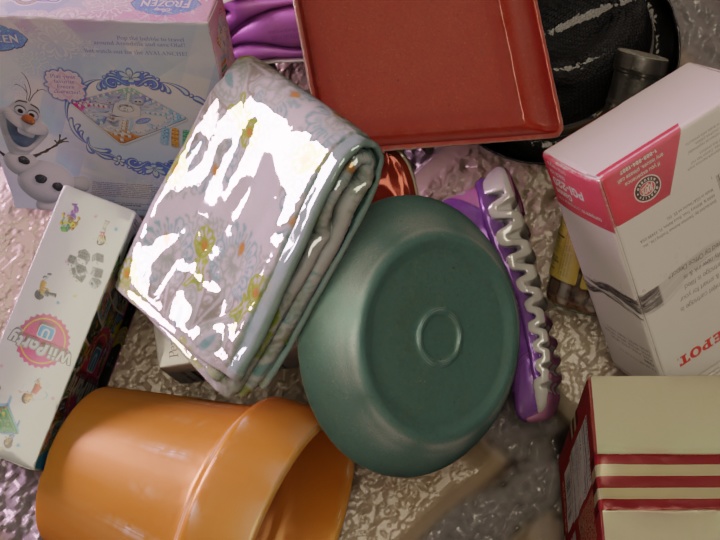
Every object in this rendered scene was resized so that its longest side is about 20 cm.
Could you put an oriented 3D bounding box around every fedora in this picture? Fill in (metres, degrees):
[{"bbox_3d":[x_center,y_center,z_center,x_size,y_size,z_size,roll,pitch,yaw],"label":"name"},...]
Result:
[{"bbox_3d":[0.155,-0.182,1.371,0.200,0.092,0.201,-1,79,3],"label":"fedora"}]

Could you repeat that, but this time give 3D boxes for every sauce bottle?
[{"bbox_3d":[0.192,-0.067,1.332,0.064,0.065,0.201,15,104,5],"label":"sauce bottle"}]

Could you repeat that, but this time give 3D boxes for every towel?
[{"bbox_3d":[-0.082,-0.033,1.208,0.171,0.048,0.200,38,102,43],"label":"towel"}]

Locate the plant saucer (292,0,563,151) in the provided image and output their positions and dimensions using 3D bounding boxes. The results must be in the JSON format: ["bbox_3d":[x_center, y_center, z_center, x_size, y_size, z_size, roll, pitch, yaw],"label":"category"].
[{"bbox_3d":[0.038,-0.182,1.285,0.199,0.037,0.201,-6,79,-25],"label":"plant saucer"}]

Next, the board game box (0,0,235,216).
[{"bbox_3d":[-0.187,-0.124,1.318,0.199,0.199,0.043,4,49,12],"label":"board game box"}]

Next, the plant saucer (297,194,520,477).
[{"bbox_3d":[0.046,0.046,1.228,0.199,0.036,0.201,1,89,-37],"label":"plant saucer"}]

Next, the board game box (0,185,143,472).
[{"bbox_3d":[-0.222,0.051,1.322,0.064,0.148,0.201,20,82,5],"label":"board game box"}]

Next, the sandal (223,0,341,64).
[{"bbox_3d":[-0.108,-0.173,1.316,0.202,0.050,0.083,-12,121,20],"label":"sandal"}]

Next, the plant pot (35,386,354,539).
[{"bbox_3d":[-0.128,0.172,1.281,0.183,0.200,0.201,19,81,18],"label":"plant pot"}]

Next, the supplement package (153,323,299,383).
[{"bbox_3d":[-0.056,0.015,1.339,0.199,0.110,0.114,-9,80,1],"label":"supplement package"}]

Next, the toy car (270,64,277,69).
[{"bbox_3d":[-0.119,-0.227,1.393,0.164,0.158,0.201,-4,106,-3],"label":"toy car"}]

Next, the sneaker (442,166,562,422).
[{"bbox_3d":[0.099,0.024,1.351,0.088,0.080,0.201,-15,75,7],"label":"sneaker"}]

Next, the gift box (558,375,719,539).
[{"bbox_3d":[0.246,0.175,1.257,0.186,0.200,0.185,-1,67,-1],"label":"gift box"}]

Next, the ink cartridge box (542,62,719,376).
[{"bbox_3d":[0.236,-0.028,1.282,0.145,0.085,0.200,-31,119,-15],"label":"ink cartridge box"}]

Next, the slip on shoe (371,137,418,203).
[{"bbox_3d":[0.000,0.000,1.252,0.074,0.061,0.201,11,79,6],"label":"slip on shoe"}]
